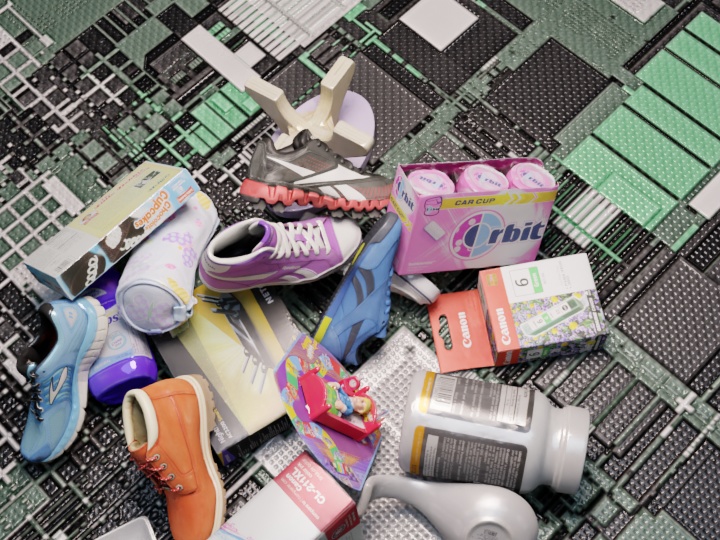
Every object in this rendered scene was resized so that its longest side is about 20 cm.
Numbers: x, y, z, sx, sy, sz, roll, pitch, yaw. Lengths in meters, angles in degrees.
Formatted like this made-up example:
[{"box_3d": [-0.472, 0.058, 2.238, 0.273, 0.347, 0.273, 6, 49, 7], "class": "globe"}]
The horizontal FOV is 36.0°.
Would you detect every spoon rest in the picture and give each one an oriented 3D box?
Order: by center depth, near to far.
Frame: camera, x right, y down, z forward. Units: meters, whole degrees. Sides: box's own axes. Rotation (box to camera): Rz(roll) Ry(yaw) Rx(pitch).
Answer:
[{"box_3d": [0.096, 0.265, 1.206, 0.199, 0.061, 0.100, 18, 108, -1], "class": "spoon rest"}]

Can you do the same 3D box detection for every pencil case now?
[{"box_3d": [-0.228, -0.017, 1.326, 0.090, 0.084, 0.201, -3, 39, 8], "class": "pencil case"}]

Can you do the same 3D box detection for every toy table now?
[{"box_3d": [-0.061, -0.175, 1.414, 0.183, 0.117, 0.201, 18, 67, 12], "class": "toy table"}]

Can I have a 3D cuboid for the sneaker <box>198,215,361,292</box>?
[{"box_3d": [-0.083, -0.028, 1.264, 0.199, 0.114, 0.073, -18, 75, -17], "class": "sneaker"}]

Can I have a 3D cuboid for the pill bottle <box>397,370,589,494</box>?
[{"box_3d": [0.147, 0.183, 1.228, 0.199, 0.117, 0.117, 10, 65, 7], "class": "pill bottle"}]

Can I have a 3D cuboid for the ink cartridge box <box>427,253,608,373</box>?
[{"box_3d": [0.184, 0.052, 1.326, 0.198, 0.050, 0.110, -9, 64, -2], "class": "ink cartridge box"}]

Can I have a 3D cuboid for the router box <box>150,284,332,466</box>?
[{"box_3d": [-0.144, 0.105, 1.316, 0.157, 0.052, 0.200, -30, 66, -11], "class": "router box"}]

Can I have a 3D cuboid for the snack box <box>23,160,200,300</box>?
[{"box_3d": [-0.294, -0.052, 1.310, 0.200, 0.037, 0.116, -44, 31, -20], "class": "snack box"}]

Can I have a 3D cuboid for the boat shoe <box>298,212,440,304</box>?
[{"box_3d": [0.000, 0.000, 1.352, 0.199, 0.072, 0.066, 29, 83, 10], "class": "boat shoe"}]

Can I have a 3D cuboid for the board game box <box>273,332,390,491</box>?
[{"box_3d": [-0.020, 0.141, 1.212, 0.039, 0.200, 0.158, -34, 97, 18], "class": "board game box"}]

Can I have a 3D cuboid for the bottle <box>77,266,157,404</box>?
[{"box_3d": [-0.308, 0.058, 1.337, 0.083, 0.065, 0.201, -26, 64, 9], "class": "bottle"}]

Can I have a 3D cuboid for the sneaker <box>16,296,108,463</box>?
[{"box_3d": [-0.361, 0.122, 1.265, 0.078, 0.090, 0.201, 19, 97, 41], "class": "sneaker"}]

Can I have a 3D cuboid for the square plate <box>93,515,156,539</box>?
[{"box_3d": [-0.286, 0.397, 1.194, 0.199, 0.028, 0.199, -25, 66, -9], "class": "square plate"}]

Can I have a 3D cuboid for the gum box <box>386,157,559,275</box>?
[{"box_3d": [0.133, -0.066, 1.314, 0.199, 0.114, 0.066, -5, 41, -24], "class": "gum box"}]

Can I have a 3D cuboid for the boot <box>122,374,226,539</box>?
[{"box_3d": [-0.210, 0.219, 1.213, 0.075, 0.107, 0.202, -14, 83, 35], "class": "boot"}]

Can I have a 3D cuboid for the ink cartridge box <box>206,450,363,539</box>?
[{"box_3d": [-0.098, 0.303, 1.164, 0.200, 0.146, 0.083, -40, 67, -16], "class": "ink cartridge box"}]

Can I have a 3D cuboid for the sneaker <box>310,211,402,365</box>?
[{"box_3d": [0.013, 0.024, 1.292, 0.078, 0.201, 0.066, 28, 25, -1], "class": "sneaker"}]

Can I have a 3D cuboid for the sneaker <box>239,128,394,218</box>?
[{"box_3d": [-0.040, -0.114, 1.303, 0.199, 0.071, 0.099, 5, 98, -15], "class": "sneaker"}]
